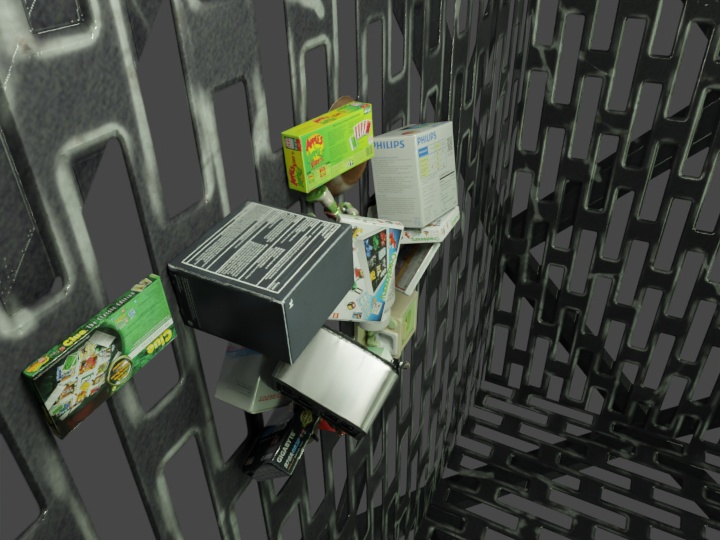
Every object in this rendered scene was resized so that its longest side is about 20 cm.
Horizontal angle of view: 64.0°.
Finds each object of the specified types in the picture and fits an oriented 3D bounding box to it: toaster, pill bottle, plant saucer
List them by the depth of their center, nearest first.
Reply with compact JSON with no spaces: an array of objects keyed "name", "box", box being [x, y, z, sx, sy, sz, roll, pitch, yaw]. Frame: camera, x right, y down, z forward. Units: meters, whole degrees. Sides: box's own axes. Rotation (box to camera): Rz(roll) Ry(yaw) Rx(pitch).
[{"name":"toaster","box":[-0.040,0.173,0.922,0.120,0.179,0.200,-60,176,-21]},{"name":"plant saucer","box":[-0.024,-0.252,1.184,0.200,0.036,0.204,-46,142,-52]},{"name":"pill bottle","box":[0.027,0.040,1.372,0.115,0.113,0.203,-50,147,-45]}]

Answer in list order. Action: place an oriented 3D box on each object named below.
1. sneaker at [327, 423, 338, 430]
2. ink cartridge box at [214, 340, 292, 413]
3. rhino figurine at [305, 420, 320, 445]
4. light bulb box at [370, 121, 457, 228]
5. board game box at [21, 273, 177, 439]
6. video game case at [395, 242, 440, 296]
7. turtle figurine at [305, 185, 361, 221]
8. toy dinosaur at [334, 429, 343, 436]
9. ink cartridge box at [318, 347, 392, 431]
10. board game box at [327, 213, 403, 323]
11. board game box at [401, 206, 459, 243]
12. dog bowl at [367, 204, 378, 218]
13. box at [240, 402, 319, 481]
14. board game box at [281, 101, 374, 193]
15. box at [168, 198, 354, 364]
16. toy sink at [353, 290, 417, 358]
[{"name":"sneaker","box":[-0.049,0.219,1.153,0.094,0.069,0.203,-73,149,-67]},{"name":"ink cartridge box","box":[-0.163,0.136,1.019,0.145,0.086,0.204,14,89,-67]},{"name":"rhino figurine","box":[-0.114,0.323,1.185,0.088,0.059,0.200,-66,-171,-27]},{"name":"light bulb box","box":[0.127,-0.224,1.325,0.198,0.123,0.204,-32,121,-51]},{"name":"board game box","box":[-0.315,0.102,0.723,0.200,0.023,0.106,-49,144,-46]},{"name":"video game case","box":[0.119,-0.016,1.421,0.144,0.017,0.200,-59,-164,-2]},{"name":"turtle figurine","box":[-0.059,-0.072,1.160,0.144,0.200,0.194,-46,130,3]},{"name":"toy dinosaur","box":[-0.052,0.245,1.245,0.102,0.134,0.203,-9,79,-66]},{"name":"ink cartridge box","box":[-0.031,0.265,1.308,0.050,0.159,0.201,54,50,-29]},{"name":"board game box","box":[0.000,0.000,1.092,0.035,0.124,0.203,-123,-138,-63]},{"name":"board game box","box":[0.156,-0.111,1.383,0.200,0.124,0.035,-44,128,-60]},{"name":"dog bowl","box":[0.083,-0.148,1.467,0.200,0.058,0.203,-44,141,-51]},{"name":"box","box":[-0.142,0.305,1.076,0.200,0.046,0.160,-40,-162,57]},{"name":"board game box","box":[-0.054,-0.229,1.054,0.199,0.047,0.103,-37,132,-40]},{"name":"box","box":[-0.137,0.009,0.861,0.200,0.195,0.125,-51,147,-44]},{"name":"toy sink","box":[0.074,0.148,1.550,0.200,0.110,0.132,-45,142,-51]}]
